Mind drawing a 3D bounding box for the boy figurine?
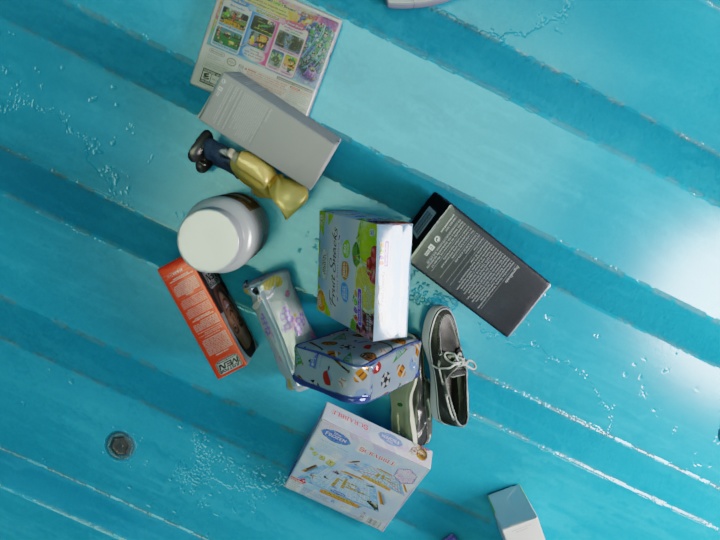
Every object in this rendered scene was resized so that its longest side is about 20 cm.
[{"bbox_3d":[-0.170,-0.145,0.992,0.198,0.125,0.065,31,76,12],"label":"boy figurine"}]

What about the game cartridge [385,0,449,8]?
[{"bbox_3d":[0.121,-0.486,0.971,0.197,0.040,0.136,-16,96,4],"label":"game cartridge"}]

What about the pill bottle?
[{"bbox_3d":[-0.210,-0.058,0.968,0.112,0.200,0.117,0,100,1],"label":"pill bottle"}]

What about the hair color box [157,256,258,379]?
[{"bbox_3d":[-0.248,0.066,1.041,0.061,0.102,0.202,-25,99,5],"label":"hair color box"}]

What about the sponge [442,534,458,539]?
[{"bbox_3d":[0.182,0.597,1.161,0.111,0.030,0.201,-34,98,6],"label":"sponge"}]

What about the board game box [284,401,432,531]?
[{"bbox_3d":[-0.007,0.340,1.076,0.198,0.041,0.201,26,124,-4],"label":"board game box"}]

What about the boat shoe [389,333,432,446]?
[{"bbox_3d":[0.092,0.207,1.087,0.067,0.071,0.204,-4,94,-37],"label":"boat shoe"}]

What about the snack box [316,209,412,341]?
[{"bbox_3d":[0.000,0.000,0.974,0.067,0.199,0.172,-3,101,-27],"label":"snack box"}]

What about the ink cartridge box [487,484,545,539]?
[{"bbox_3d":[0.293,0.497,1.096,0.066,0.117,0.203,-20,99,2],"label":"ink cartridge box"}]

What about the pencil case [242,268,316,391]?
[{"bbox_3d":[-0.123,0.097,1.050,0.082,0.091,0.203,-22,100,5],"label":"pencil case"}]

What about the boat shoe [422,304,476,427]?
[{"bbox_3d":[0.149,0.159,1.046,0.073,0.068,0.203,0,89,-32],"label":"boat shoe"}]

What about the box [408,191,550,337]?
[{"bbox_3d":[0.171,-0.014,0.987,0.199,0.149,0.108,36,100,-10],"label":"box"}]

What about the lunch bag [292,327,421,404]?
[{"bbox_3d":[-0.004,0.141,0.998,0.158,0.199,0.077,10,102,37],"label":"lunch bag"}]

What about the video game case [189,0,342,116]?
[{"bbox_3d":[-0.151,-0.348,1.007,0.197,0.024,0.185,22,99,-2],"label":"video game case"}]

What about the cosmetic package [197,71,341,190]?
[{"bbox_3d":[-0.132,-0.216,0.966,0.199,0.107,0.091,35,106,-5],"label":"cosmetic package"}]
